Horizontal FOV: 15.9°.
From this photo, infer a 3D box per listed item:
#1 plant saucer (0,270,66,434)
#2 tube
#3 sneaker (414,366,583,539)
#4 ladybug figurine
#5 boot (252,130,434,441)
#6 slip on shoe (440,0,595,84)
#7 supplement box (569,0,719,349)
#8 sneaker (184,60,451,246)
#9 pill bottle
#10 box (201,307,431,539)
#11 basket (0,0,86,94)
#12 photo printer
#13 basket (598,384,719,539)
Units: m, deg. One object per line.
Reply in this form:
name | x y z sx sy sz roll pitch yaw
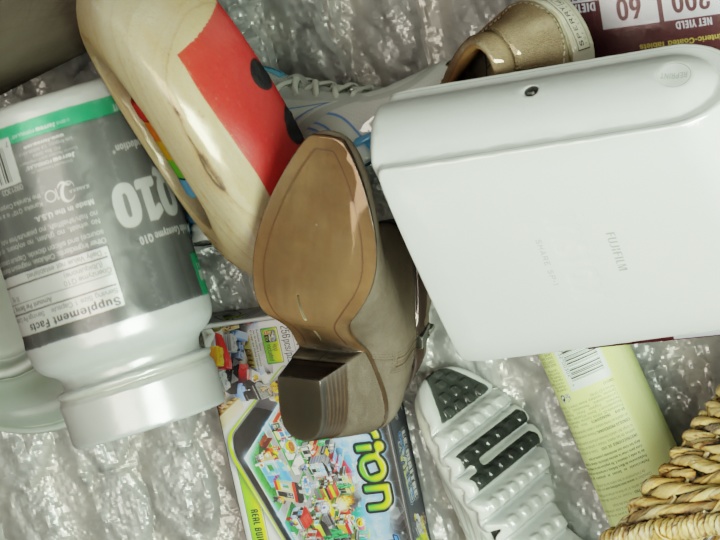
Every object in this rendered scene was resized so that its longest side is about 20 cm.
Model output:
plant saucer | -0.225 0.010 1.597 0.199 0.050 0.201 4 104 18
tube | 0.155 0.107 1.477 0.052 0.058 0.201 -24 89 -6
sneaker | 0.085 0.153 1.522 0.081 0.075 0.201 -38 81 49
ladybug figurine | -0.083 -0.085 1.424 0.072 0.136 0.200 -35 115 -9
boot | 0.000 0.000 1.438 0.070 0.146 0.201 16 115 20
slip on shoe | 0.060 -0.074 1.385 0.076 0.060 0.200 60 149 13
supplement box | 0.162 -0.065 1.392 0.108 0.061 0.201 -7 103 19
sneaker | -0.033 -0.088 1.501 0.199 0.075 0.087 -25 89 21
pill bottle | -0.153 -0.005 1.507 0.113 0.113 0.201 -17 92 21
box | -0.023 0.118 1.565 0.109 0.035 0.201 -9 100 20
basket | -0.199 -0.186 1.500 0.200 0.136 0.181 -34 86 26
photo printer | 0.123 -0.033 1.309 0.199 0.070 0.167 -8 136 17
basket | 0.257 0.156 1.360 0.200 0.143 0.149 38 89 -32
